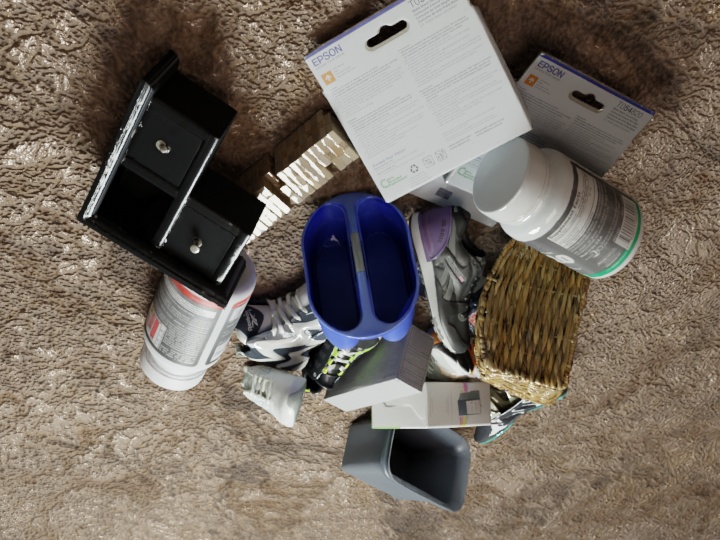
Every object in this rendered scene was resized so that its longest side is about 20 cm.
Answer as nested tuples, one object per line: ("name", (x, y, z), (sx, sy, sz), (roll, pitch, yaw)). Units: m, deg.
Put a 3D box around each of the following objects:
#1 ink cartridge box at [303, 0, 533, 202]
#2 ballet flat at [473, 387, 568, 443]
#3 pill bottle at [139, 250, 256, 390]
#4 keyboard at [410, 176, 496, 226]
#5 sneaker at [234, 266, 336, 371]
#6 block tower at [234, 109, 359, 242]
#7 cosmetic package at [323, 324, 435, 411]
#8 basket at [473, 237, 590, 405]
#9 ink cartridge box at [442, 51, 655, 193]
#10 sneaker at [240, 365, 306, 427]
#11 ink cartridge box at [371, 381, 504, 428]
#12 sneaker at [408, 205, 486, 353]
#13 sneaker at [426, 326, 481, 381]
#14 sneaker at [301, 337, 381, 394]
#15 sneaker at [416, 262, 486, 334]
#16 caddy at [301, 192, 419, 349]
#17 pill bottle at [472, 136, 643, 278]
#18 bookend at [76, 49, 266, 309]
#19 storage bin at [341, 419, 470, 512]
("ink cartridge box", (0.066, -0.206, 1.008), (0.197, 0.041, 0.202), (-24, 113, 19))
("ballet flat", (0.248, 0.213, 1.471), (0.072, 0.074, 0.199), (29, 128, -33))
("pill bottle", (-0.221, 0.059, 1.178), (0.114, 0.117, 0.202), (13, 130, -23))
("keyboard", (0.113, -0.107, 1.166), (0.197, 0.011, 0.056), (19, 132, -27))
("sneaker", (-0.112, 0.063, 1.230), (0.127, 0.081, 0.200), (6, 143, -29))
("block tower", (-0.094, -0.111, 1.085), (0.198, 0.055, 0.058), (-34, 131, 21))
("cosmetic package", (0.024, 0.143, 1.272), (0.050, 0.084, 0.199), (31, 151, -21))
("basket", (0.230, 0.068, 1.232), (0.140, 0.204, 0.149), (14, 167, 10))
("ink cartridge box", (0.229, -0.162, 1.104), (0.196, 0.041, 0.201), (19, 126, -28))
("sneaker", (-0.129, 0.175, 1.281), (0.079, 0.200, 0.072), (20, 83, -15))
("ink cartridge box", (0.123, 0.207, 1.376), (0.116, 0.069, 0.198), (-10, 168, 43))
("sneaker", (0.130, 0.014, 1.181), (0.086, 0.076, 0.204), (-12, 108, 18))
("sneaker", (0.122, 0.132, 1.323), (0.090, 0.077, 0.200), (-18, 157, 18))
("sneaker", (-0.030, 0.128, 1.267), (0.070, 0.084, 0.200), (20, 150, -19))
("sneaker", (0.153, 0.047, 1.269), (0.197, 0.086, 0.075), (21, 127, -28))
("caddy", (0.000, 0.000, 1.121), (0.138, 0.204, 0.106), (-10, 153, 0))
("pill bottle", (0.236, -0.075, 1.068), (0.197, 0.114, 0.113), (24, 125, -30))
("bookend", (-0.184, -0.097, 1.005), (0.198, 0.093, 0.200), (32, 122, -10))
("storage bin", (0.070, 0.305, 1.480), (0.133, 0.148, 0.199), (-13, 144, 42))
